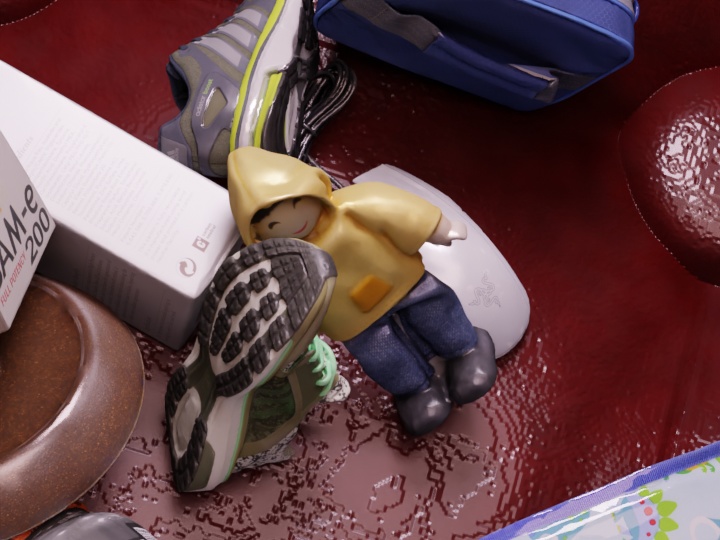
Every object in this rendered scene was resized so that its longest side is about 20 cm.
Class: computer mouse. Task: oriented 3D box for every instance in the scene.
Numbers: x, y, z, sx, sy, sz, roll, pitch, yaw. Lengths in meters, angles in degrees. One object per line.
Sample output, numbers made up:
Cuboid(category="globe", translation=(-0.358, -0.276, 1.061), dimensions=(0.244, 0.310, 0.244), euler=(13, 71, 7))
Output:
Cuboid(category="computer mouse", translation=(0.023, -0.029, 1.386), dimensions=(0.200, 0.044, 0.110), euler=(40, 68, 6))

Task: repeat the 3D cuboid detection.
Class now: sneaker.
Cuboid(category="sneaker", translation=(-0.043, 0.049, 1.281), dimensions=(0.088, 0.200, 0.077), euler=(-2, 56, -28))
Cuboid(category="sneaker", translation=(-0.071, -0.127, 1.366), dimensions=(0.080, 0.074, 0.201), euler=(1, 40, 9))

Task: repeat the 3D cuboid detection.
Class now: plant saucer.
Cuboid(category="plant saucer", translation=(-0.218, 0.066, 1.266), dimensions=(0.199, 0.035, 0.201), euler=(-6, 44, 6))

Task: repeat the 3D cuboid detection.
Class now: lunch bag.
Cuboid(category="lunch bag", translation=(0.155, 0.204, 1.283), dimensions=(0.199, 0.127, 0.171), euler=(-18, 75, -25))
Cuboid(category="lunch bag", translation=(0.077, -0.174, 1.386), dimensions=(0.199, 0.136, 0.133), euler=(19, 68, -22))

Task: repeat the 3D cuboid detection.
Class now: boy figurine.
Cuboid(category="boy figurine", translation=(0.000, 0.000, 1.297), dimensions=(0.124, 0.200, 0.065), euler=(-32, 34, 13))

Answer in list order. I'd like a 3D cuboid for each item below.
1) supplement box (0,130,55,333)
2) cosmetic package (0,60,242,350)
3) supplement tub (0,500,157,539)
Cuboid(category="supplement box", translation=(-0.273, 0.010, 1.232), dimensions=(0.199, 0.126, 0.074), euler=(-22, 113, 15))
Cuboid(category="cosmetic package", translation=(-0.167, -0.043, 1.330), dimensions=(0.199, 0.102, 0.074), euler=(31, 68, 1))
Cuboid(category="supplement tub", translation=(-0.118, 0.212, 1.222), dimensions=(0.200, 0.123, 0.123), euler=(37, 68, 22))
